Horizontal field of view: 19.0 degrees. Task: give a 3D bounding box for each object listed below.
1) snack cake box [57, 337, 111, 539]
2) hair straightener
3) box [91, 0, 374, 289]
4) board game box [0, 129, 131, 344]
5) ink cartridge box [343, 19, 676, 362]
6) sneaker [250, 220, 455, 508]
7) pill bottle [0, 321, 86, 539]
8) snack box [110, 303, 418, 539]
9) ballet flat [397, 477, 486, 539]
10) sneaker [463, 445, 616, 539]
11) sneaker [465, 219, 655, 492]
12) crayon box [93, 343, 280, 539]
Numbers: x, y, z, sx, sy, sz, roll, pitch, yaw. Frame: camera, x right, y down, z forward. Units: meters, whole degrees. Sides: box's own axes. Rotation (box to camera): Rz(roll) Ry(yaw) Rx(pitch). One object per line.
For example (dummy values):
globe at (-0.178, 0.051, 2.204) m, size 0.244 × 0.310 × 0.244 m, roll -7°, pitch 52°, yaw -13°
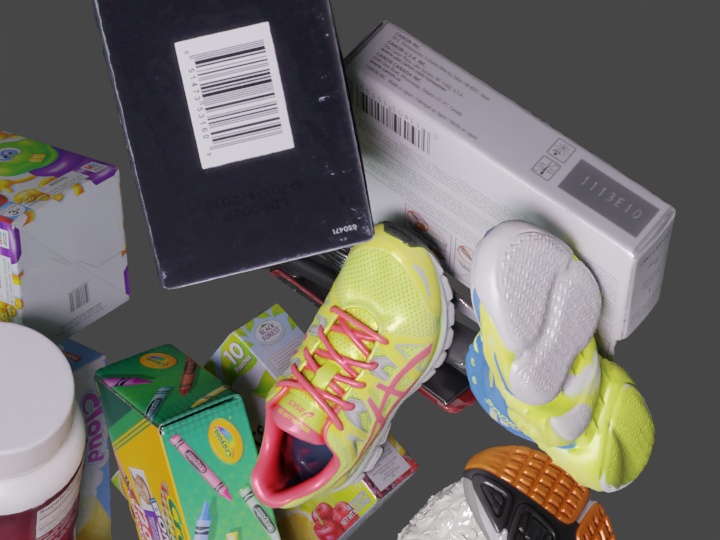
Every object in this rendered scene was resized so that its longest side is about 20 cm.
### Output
snack cake box at (-0.245, 0.137, 1.555) m, size 0.115 × 0.067 × 0.201 m, roll 24°, pitch 127°, yaw 31°
hair straightener at (0.000, 0.000, 1.294) m, size 0.200 × 0.041 × 0.077 m, roll 38°, pitch 132°, yaw 23°
box at (-0.079, -0.127, 1.156) m, size 0.198 × 0.123 × 0.201 m, roll -116°, pitch 14°, yaw -67°
board game box at (-0.266, -0.031, 1.449) m, size 0.199 × 0.105 × 0.103 m, roll 18°, pitch 124°, yaw 31°
ink cartridge box at (0.078, -0.028, 1.204) m, size 0.200 × 0.044 × 0.174 m, roll 35°, pitch 157°, yaw 19°
sneaker at (-0.010, 0.064, 1.240) m, size 0.078 × 0.090 × 0.201 m, roll 32°, pitch 124°, yaw 21°
pill bottle at (-0.236, 0.127, 1.385) m, size 0.114 × 0.114 × 0.200 m, roll 38°, pitch 147°, yaw 17°
snack box at (-0.067, 0.133, 1.411) m, size 0.142 × 0.053 × 0.200 m, roll 49°, pitch 135°, yaw 9°
ballet flat at (0.032, 0.213, 1.365) m, size 0.072 × 0.072 × 0.200 m, roll 43°, pitch 134°, yaw 13°
sneaker at (0.115, 0.187, 1.256) m, size 0.200 × 0.076 × 0.092 m, roll 51°, pitch 146°, yaw -14°
sneaker at (0.084, 0.043, 1.166) m, size 0.105 × 0.076 × 0.200 m, roll 20°, pitch 149°, yaw 44°
crayon box at (-0.098, 0.158, 1.341) m, size 0.119 × 0.058 × 0.201 m, roll 27°, pitch 135°, yaw 60°
